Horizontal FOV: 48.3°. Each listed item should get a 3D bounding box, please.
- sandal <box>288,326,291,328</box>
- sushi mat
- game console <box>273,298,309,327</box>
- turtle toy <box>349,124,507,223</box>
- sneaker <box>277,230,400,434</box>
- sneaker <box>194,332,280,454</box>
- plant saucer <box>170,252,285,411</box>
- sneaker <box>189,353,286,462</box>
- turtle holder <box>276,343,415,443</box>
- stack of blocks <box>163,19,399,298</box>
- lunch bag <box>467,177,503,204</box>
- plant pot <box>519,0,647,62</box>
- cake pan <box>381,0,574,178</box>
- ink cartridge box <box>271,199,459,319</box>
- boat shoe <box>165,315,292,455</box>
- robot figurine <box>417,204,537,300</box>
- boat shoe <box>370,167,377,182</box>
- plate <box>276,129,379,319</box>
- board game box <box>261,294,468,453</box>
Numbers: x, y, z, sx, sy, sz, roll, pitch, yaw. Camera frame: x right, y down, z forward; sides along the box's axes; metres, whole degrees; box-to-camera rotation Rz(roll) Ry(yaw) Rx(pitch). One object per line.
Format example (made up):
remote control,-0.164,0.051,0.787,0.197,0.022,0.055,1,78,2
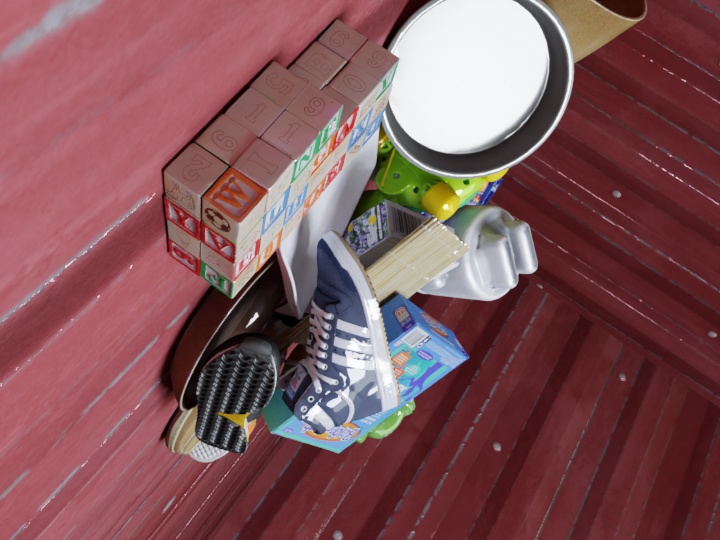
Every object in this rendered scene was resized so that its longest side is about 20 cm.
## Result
sandal,-0.053,0.046,1.182,0.080,0.087,0.200,120,-14,-55
sushi mat,0.019,0.023,0.826,0.200,0.012,0.096,-39,149,15
game console,-0.028,-0.025,1.050,0.171,0.118,0.200,9,-134,50
turtle toy,0.067,-0.108,0.923,0.200,0.146,0.101,-38,159,-11
sneaker,-0.035,0.068,0.758,0.108,0.200,0.070,-22,-153,-12
sneaker,-0.117,0.101,0.795,0.200,0.070,0.090,114,-6,-49
plant saucer,-0.131,0.051,0.818,0.200,0.034,0.200,-56,174,-9
sneaker,-0.153,0.160,1.063,0.201,0.073,0.114,-55,177,-4
turtle holder,-0.013,0.151,1.062,0.141,0.185,0.132,102,13,-74
stack of blocks,-0.052,-0.089,0.575,0.200,0.059,0.115,-52,173,-27
lunch bag,0.153,-0.166,1.314,0.094,0.150,0.200,-58,173,22
plant pot,0.176,-0.280,0.894,0.200,0.186,0.186,-43,-176,41
cake pan,0.112,-0.189,0.808,0.200,0.200,0.037,-59,-156,25
ink cartridge box,0.000,0.000,0.901,0.200,0.109,0.050,-31,-127,39
boat shoe,-0.150,0.143,0.952,0.200,0.076,0.072,-55,174,-1
robot figurine,0.116,-0.024,0.982,0.170,0.113,0.200,-28,-158,-36
boat shoe,0.052,-0.142,1.045,0.074,0.068,0.199,-54,173,-14
plate,-0.034,-0.074,0.754,0.200,0.032,0.200,91,24,-68
board game box,0.007,0.122,0.901,0.200,0.045,0.152,-38,147,10
